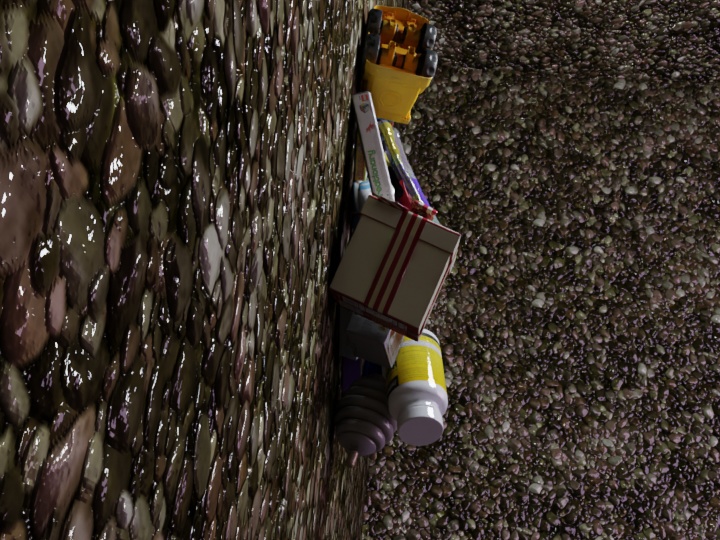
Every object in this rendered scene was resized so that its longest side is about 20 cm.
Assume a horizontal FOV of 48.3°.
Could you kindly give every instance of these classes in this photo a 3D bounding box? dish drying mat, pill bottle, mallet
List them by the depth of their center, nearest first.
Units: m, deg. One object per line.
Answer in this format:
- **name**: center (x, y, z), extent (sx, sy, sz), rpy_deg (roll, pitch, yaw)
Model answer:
- **pill bottle**: center (0.101, 0.211, 1.461), extent (0.202, 0.109, 0.113), rpy_deg (-94, -176, -48)
- **mallet**: center (0.052, -0.199, 1.489), extent (0.201, 0.040, 0.067), rpy_deg (-111, -163, -63)
- **dish drying mat**: center (0.081, -0.140, 1.667), extent (0.078, 0.018, 0.200), rpy_deg (64, -9, -3)

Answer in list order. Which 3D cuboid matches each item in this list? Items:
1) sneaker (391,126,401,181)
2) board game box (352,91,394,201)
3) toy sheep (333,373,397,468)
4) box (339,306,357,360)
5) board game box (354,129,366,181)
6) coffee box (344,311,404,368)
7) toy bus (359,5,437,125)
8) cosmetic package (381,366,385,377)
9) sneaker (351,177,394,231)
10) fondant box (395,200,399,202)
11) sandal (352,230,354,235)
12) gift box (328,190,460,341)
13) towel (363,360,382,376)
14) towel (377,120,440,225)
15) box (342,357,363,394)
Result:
- **sneaker**: center (0.061, -0.231, 1.672), extent (0.200, 0.078, 0.076), rpy_deg (119, -8, -66)
- **board game box**: center (0.025, -0.192, 1.403), extent (0.126, 0.034, 0.204), rpy_deg (77, 1, -77)
- **toy sheep**: center (0.010, 0.281, 1.508), extent (0.139, 0.135, 0.202), rpy_deg (90, 12, -51)
- **box**: center (0.018, 0.050, 1.534), extent (0.200, 0.041, 0.158), rpy_deg (-53, 152, -50)
- **board game box**: center (0.012, -0.260, 1.595), extent (0.201, 0.029, 0.097), rpy_deg (-73, 168, -61)
- **coffee box**: center (0.051, 0.056, 1.449), extent (0.115, 0.078, 0.202), rpy_deg (73, 37, -61)
- **toy bus**: center (0.057, -0.365, 1.504), extent (0.193, 0.133, 0.202), rpy_deg (109, -11, -48)
- **cosmetic package**: center (0.073, 0.142, 1.596), extent (0.083, 0.050, 0.203), rpy_deg (-52, 145, -48)
- **sneaker**: center (0.025, -0.136, 1.543), extent (0.201, 0.079, 0.078), rpy_deg (-77, 172, -58)
- **fondant box**: center (0.079, -0.049, 1.708), extent (0.203, 0.058, 0.144), rpy_deg (66, -9, -12)
- **sandal**: center (0.000, 0.000, 1.583), extent (0.075, 0.044, 0.204), rpy_deg (-58, 152, -78)
- **gift box**: center (0.049, -0.017, 1.300), extent (0.189, 0.197, 0.185), rpy_deg (-64, 176, -10)
- **towel**: center (0.032, 0.170, 1.712), extent (0.148, 0.049, 0.204), rpy_deg (94, 3, -72)
- **towel**: center (0.089, -0.164, 1.419), extent (0.203, 0.022, 0.144), rpy_deg (66, 8, 15)
- **box**: center (-0.011, 0.180, 1.670), extent (0.138, 0.038, 0.203), rpy_deg (-81, 174, -56)
